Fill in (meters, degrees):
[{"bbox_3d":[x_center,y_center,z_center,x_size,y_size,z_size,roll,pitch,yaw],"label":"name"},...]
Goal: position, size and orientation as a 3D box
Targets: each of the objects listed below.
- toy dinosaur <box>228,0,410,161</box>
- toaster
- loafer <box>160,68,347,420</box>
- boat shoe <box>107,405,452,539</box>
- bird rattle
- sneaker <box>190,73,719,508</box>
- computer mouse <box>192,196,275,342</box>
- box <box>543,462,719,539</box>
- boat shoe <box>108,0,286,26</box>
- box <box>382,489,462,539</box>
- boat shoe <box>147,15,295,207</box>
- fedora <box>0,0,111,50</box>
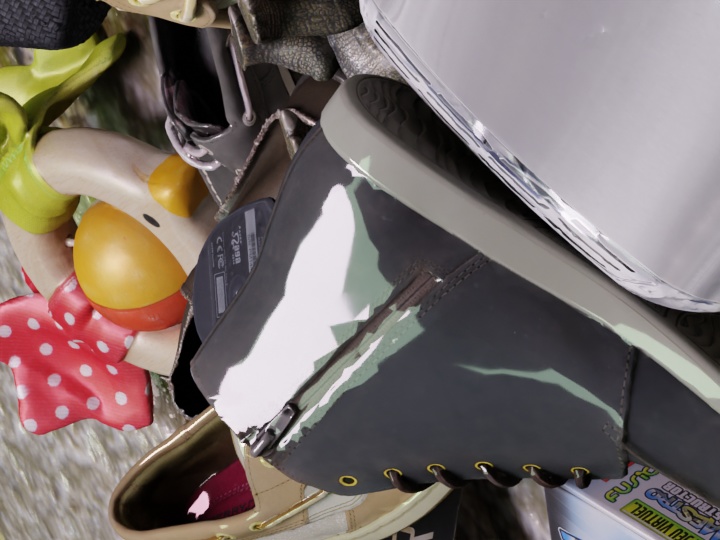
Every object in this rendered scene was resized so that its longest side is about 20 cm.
[{"bbox_3d":[0.021,-0.058,0.842,0.077,0.102,0.201,95,154,-72],"label":"toy dinosaur"},{"bbox_3d":[0.082,-0.086,0.744,0.200,0.113,0.129,43,137,15],"label":"toaster"},{"bbox_3d":[-0.027,0.002,1.069,0.073,0.071,0.201,37,143,12],"label":"loafer"},{"bbox_3d":[-0.021,0.065,1.044,0.200,0.066,0.074,-39,41,37],"label":"boat shoe"},{"bbox_3d":[-0.115,-0.002,1.224,0.162,0.113,0.201,13,130,36],"label":"bird rattle"},{"bbox_3d":[0.054,0.040,0.797,0.199,0.075,0.107,35,113,5],"label":"sneaker"},{"bbox_3d":[0.000,0.000,0.956,0.200,0.034,0.059,-11,81,58],"label":"computer mouse"},{"bbox_3d":[0.114,0.153,0.857,0.110,0.035,0.201,30,140,45],"label":"box"},{"bbox_3d":[-0.055,-0.116,0.911,0.066,0.199,0.074,44,118,26],"label":"boat shoe"},{"bbox_3d":[-0.022,0.151,1.146,0.200,0.043,0.161,145,138,-64],"label":"box"},{"bbox_3d":[-0.063,-0.090,1.091,0.067,0.057,0.201,34,141,42],"label":"boat shoe"},{"bbox_3d":[-0.133,-0.157,1.070,0.091,0.201,0.202,14,130,23],"label":"fedora"}]
